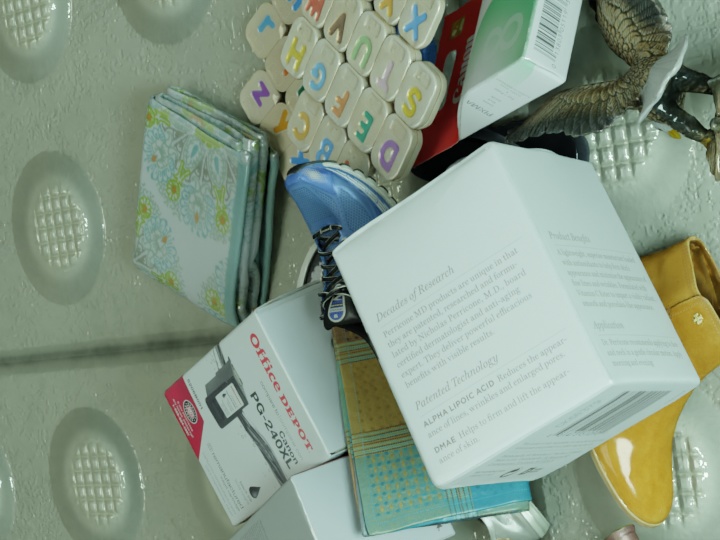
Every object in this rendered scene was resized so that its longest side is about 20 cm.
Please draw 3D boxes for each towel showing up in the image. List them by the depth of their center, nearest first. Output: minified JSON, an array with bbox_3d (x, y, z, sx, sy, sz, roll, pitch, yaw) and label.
[{"bbox_3d":[0.057,0.117,1.619,0.022,0.145,0.202,91,170,-69],"label":"towel"},{"bbox_3d":[-0.150,-0.062,1.869,0.171,0.048,0.202,31,121,41],"label":"towel"}]

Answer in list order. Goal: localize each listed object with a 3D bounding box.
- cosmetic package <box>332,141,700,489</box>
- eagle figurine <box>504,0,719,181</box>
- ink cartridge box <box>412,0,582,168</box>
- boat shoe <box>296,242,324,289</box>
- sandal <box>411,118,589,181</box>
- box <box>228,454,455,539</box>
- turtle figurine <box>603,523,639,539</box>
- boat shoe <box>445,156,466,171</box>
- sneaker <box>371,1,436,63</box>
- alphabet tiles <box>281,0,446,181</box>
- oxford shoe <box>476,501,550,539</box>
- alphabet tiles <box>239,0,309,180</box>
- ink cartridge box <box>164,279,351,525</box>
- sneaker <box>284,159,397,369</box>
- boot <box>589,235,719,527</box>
[{"bbox_3d":[0.116,0.035,1.440,0.165,0.164,0.201,-34,69,26],"label":"cosmetic package"},{"bbox_3d":[0.204,-0.144,1.452,0.199,0.151,0.152,28,136,33],"label":"eagle figurine"},{"bbox_3d":[0.098,-0.188,1.532,0.199,0.050,0.162,-24,44,50],"label":"ink cartridge box"},{"bbox_3d":[-0.016,0.071,1.742,0.060,0.074,0.202,15,110,42],"label":"boat shoe"},{"bbox_3d":[0.107,-0.090,1.612,0.199,0.043,0.077,7,102,44],"label":"sandal"},{"bbox_3d":[-0.021,0.235,1.697,0.098,0.124,0.200,66,153,14],"label":"box"},{"bbox_3d":[0.215,0.294,1.513,0.200,0.064,0.162,-38,75,18],"label":"turtle figurine"},{"bbox_3d":[0.116,0.003,1.576,0.073,0.065,0.201,-34,85,50],"label":"boat shoe"},{"bbox_3d":[0.020,-0.201,1.658,0.082,0.070,0.201,15,95,44],"label":"sneaker"},{"bbox_3d":[-0.001,-0.166,1.597,0.200,0.015,0.197,50,125,41],"label":"alphabet tiles"},{"bbox_3d":[0.080,0.167,1.657,0.058,0.075,0.200,-43,64,0],"label":"oxford shoe"},{"bbox_3d":[-0.034,-0.173,1.760,0.196,0.015,0.201,-48,64,39],"label":"alphabet tiles"},{"bbox_3d":[-0.074,0.120,1.713,0.146,0.083,0.200,61,143,10],"label":"ink cartridge box"},{"bbox_3d":[0.000,0.000,1.569,0.201,0.089,0.078,55,145,-11],"label":"sneaker"},{"bbox_3d":[0.240,0.086,1.490,0.144,0.070,0.203,-27,73,44],"label":"boot"}]
